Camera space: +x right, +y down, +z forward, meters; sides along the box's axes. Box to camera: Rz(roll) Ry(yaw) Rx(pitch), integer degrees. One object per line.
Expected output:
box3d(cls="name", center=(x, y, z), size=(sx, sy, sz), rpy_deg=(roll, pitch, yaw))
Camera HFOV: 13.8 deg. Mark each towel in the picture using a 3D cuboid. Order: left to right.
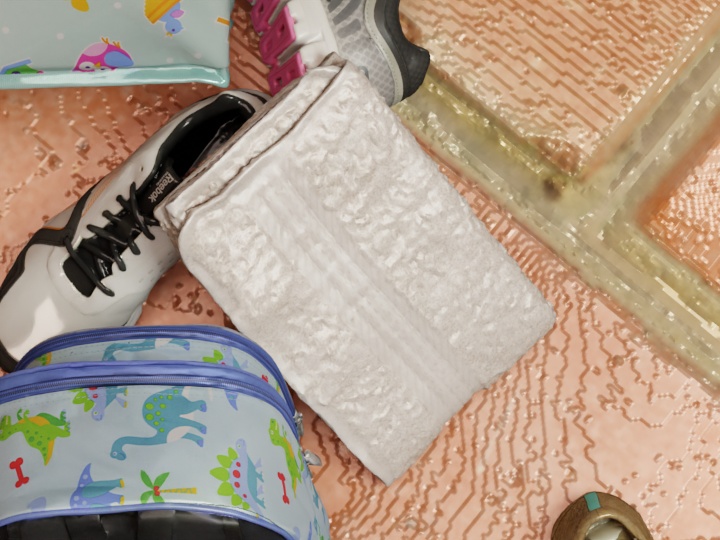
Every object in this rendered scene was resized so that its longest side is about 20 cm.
box3d(cls="towel", center=(0.000, 0.000, 1.507), size=(0.132, 0.034, 0.200), rpy_deg=(-43, 114, -3))

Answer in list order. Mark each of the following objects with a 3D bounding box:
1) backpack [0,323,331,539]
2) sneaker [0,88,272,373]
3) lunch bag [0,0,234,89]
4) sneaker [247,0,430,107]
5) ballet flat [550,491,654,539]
box3d(cls="backpack", center=(-0.108, 0.110, 1.456), size=(0.182, 0.200, 0.148), rpy_deg=(-4, 63, 3))
box3d(cls="sneaker", center=(-0.119, -0.025, 1.535), size=(0.074, 0.080, 0.200), rpy_deg=(44, 87, 5))
box3d(cls="lunch bag", center=(-0.162, -0.184, 1.507), size=(0.199, 0.122, 0.171), rpy_deg=(1, 118, 1))
box3d(cls="sneaker", center=(-0.014, -0.166, 1.556), size=(0.087, 0.074, 0.201), rpy_deg=(-6, 69, -20))
box3d(cls="ballet flat", center=(0.148, 0.206, 1.498), size=(0.067, 0.072, 0.201), rpy_deg=(-18, 83, -1))
